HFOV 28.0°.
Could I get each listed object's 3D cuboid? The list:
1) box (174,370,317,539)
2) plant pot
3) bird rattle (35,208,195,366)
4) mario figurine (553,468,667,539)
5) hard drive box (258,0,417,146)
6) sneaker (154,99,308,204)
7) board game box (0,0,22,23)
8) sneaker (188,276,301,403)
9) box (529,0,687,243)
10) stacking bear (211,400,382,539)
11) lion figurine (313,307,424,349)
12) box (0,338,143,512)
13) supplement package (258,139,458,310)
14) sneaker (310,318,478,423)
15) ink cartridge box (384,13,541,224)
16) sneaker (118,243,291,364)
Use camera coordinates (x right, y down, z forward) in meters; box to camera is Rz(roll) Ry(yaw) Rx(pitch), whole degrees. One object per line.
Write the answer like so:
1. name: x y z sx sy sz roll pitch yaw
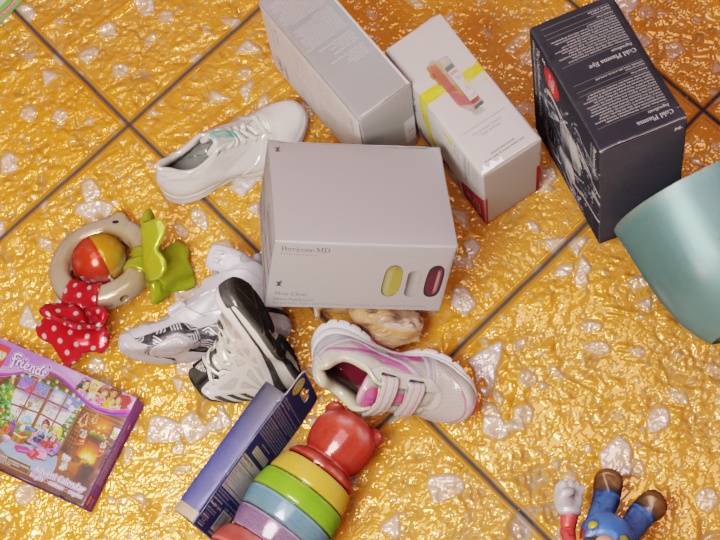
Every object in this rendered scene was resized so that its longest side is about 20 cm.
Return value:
1. box: -0.121 0.198 1.579 0.032 0.121 0.200 33 76 17
2. plant pot: 0.401 -0.017 1.569 0.200 0.201 0.162 -24 77 -3
3. bird rattle: -0.299 0.010 1.695 0.200 0.113 0.163 -37 50 -5
4. mario figurine: 0.257 0.273 1.474 0.123 0.106 0.200 -9 22 30
5. hard drive box: -0.025 -0.232 1.708 0.077 0.156 0.200 -36 71 -9
6. sneaker: -0.154 -0.150 1.727 0.199 0.089 0.075 -31 68 -6
7. board game box: -0.503 -0.379 1.880 0.134 0.029 0.200 37 78 16
8. sneaker: -0.144 0.092 1.583 0.115 0.201 0.076 -22 51 5
9. box: 0.274 -0.166 1.615 0.104 0.200 0.183 -23 60 -3
10. stacking bear: -0.058 0.239 1.569 0.121 0.114 0.200 31 72 16
11. lion figurine: 0.000 0.000 1.666 0.122 0.073 0.201 -7 64 -7
12. box: -0.368 0.174 1.657 0.199 0.039 0.137 21 73 13
13. supplement package: -0.007 -0.050 1.599 0.199 0.111 0.156 1 48 -9
14. sneaker: 0.030 0.128 1.586 0.199 0.082 0.088 17 30 6
15. ink cartridge box: 0.120 -0.175 1.677 0.083 0.145 0.200 -33 69 -5
16. sneaker: -0.184 0.039 1.671 0.199 0.075 0.115 -9 69 -3
